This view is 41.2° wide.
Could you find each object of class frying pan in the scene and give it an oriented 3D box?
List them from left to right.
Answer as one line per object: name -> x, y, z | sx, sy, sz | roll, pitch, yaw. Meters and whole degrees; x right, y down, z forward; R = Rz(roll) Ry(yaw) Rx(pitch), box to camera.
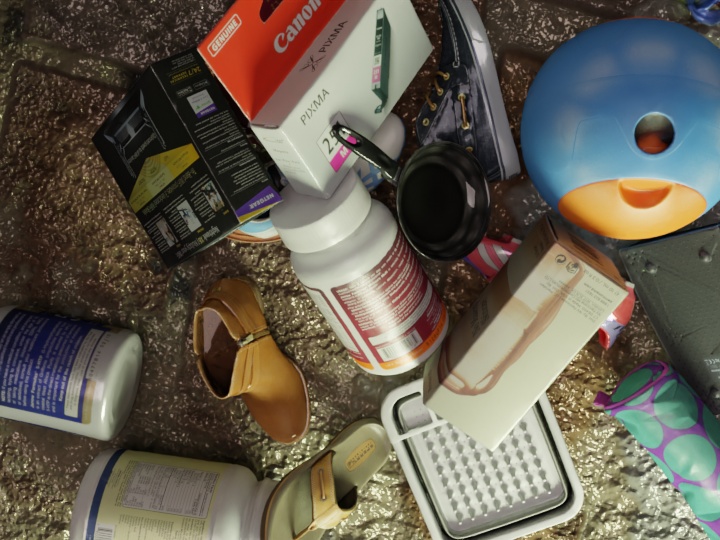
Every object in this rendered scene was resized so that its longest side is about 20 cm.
frying pan -> 0.046, -0.067, 0.891 | 0.190, 0.031, 0.115 | 3, 88, -33

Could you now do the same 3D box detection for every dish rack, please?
dish rack -> 0.129, 0.190, 1.021 | 0.171, 0.044, 0.200 | -21, 97, 8

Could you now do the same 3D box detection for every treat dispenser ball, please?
treat dispenser ball -> 0.247, -0.129, 0.874 | 0.201, 0.201, 0.201 | 1, 100, 5

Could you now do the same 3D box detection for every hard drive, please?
hard drive -> 0.352, 0.048, 0.939 | 0.042, 0.135, 0.200 | -35, 100, -33

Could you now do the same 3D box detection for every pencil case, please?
pencil case -> 0.337, 0.188, 0.980 | 0.200, 0.085, 0.092 | 51, 136, -4

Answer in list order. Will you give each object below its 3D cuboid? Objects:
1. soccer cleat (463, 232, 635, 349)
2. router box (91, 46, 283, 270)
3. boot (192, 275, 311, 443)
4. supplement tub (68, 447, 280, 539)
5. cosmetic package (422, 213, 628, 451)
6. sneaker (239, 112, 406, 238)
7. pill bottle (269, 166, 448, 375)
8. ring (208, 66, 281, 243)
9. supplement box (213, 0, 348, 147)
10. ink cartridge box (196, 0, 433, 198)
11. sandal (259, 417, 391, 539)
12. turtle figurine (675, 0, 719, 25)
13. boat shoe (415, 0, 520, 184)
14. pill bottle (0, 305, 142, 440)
soccer cleat -> 0.181, 0.015, 0.974 | 0.200, 0.067, 0.077 | 19, 97, -2
router box -> -0.171, -0.098, 0.909 | 0.052, 0.200, 0.157 | -32, 96, -32
boot -> -0.115, 0.106, 0.970 | 0.074, 0.155, 0.200 | -22, 98, 8
supplement tub -> -0.189, 0.271, 1.011 | 0.200, 0.145, 0.145 | 7, 101, 4
cosmetic package -> 0.151, 0.057, 0.908 | 0.087, 0.103, 0.200 | 34, 107, -7
sneaker -> -0.045, -0.095, 0.947 | 0.200, 0.072, 0.072 | -30, 72, 10
pill bottle -> 0.000, 0.000, 0.927 | 0.109, 0.110, 0.200 | -26, 125, 9
ring -> -0.110, -0.129, 0.997 | 0.200, 0.019, 0.201 | 1, 101, 6
supplement box -> -0.065, -0.217, 0.917 | 0.109, 0.061, 0.200 | 17, 83, 14
ink cartridge box -> -0.029, -0.195, 0.840 | 0.044, 0.174, 0.200 | 14, 61, 39
sandal -> -0.028, 0.225, 0.978 | 0.200, 0.054, 0.080 | -41, 114, -33
turtle figurine -> 0.352, -0.342, 0.856 | 0.194, 0.144, 0.200 | -29, 100, 6
boat shoe -> 0.089, -0.176, 0.943 | 0.091, 0.071, 0.200 | -17, 100, 4
pill bottle -> -0.343, 0.101, 1.008 | 0.200, 0.120, 0.120 | 12, 101, 2
